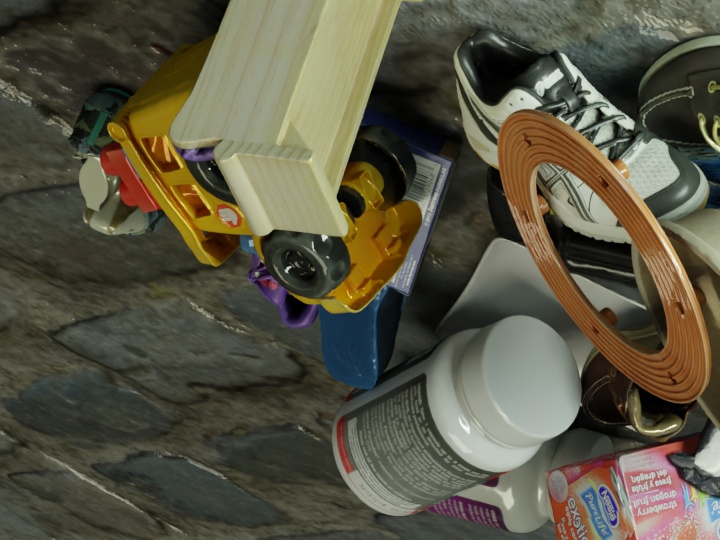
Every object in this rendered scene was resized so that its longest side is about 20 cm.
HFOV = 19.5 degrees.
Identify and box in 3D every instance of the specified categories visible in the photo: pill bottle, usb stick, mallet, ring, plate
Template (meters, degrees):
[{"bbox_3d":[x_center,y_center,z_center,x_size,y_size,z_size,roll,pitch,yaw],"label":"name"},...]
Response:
[{"bbox_3d":[0.110,0.160,1.782,0.199,0.113,0.113,12,151,26],"label":"pill bottle"},{"bbox_3d":[0.227,0.001,1.405,0.198,0.056,0.033,13,119,6],"label":"usb stick"},{"bbox_3d":[0.182,-0.030,1.457,0.199,0.041,0.066,16,152,9],"label":"mallet"},{"bbox_3d":[0.075,0.113,1.636,0.114,0.114,0.200,34,144,-19],"label":"pill bottle"},{"bbox_3d":[0.146,-0.010,1.240,0.201,0.019,0.201,51,164,21],"label":"ring"},{"bbox_3d":[0.172,0.045,1.605,0.198,0.032,0.200,26,154,-1],"label":"plate"}]

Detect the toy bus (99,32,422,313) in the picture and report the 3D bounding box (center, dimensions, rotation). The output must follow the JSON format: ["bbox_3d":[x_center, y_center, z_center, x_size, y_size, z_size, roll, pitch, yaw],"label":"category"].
[{"bbox_3d":[-0.082,-0.064,1.443,0.191,0.136,0.201,-14,119,40],"label":"toy bus"}]

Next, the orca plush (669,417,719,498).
[{"bbox_3d":[0.316,0.089,1.494,0.105,0.071,0.201,39,120,11],"label":"orca plush"}]

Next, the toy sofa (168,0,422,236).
[{"bbox_3d":[-0.036,-0.125,1.279,0.097,0.201,0.083,6,150,21],"label":"toy sofa"}]

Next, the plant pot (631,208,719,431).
[{"bbox_3d":[0.290,0.011,1.223,0.201,0.183,0.201,56,171,14],"label":"plant pot"}]

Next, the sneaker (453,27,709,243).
[{"bbox_3d":[0.127,-0.087,1.304,0.199,0.076,0.088,30,154,39],"label":"sneaker"}]

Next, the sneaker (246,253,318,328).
[{"bbox_3d":[-0.058,-0.023,1.620,0.080,0.084,0.200,10,149,26],"label":"sneaker"}]

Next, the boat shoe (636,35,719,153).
[{"bbox_3d":[0.236,-0.100,1.245,0.072,0.061,0.201,39,151,-28],"label":"boat shoe"}]

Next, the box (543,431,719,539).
[{"bbox_3d":[0.251,0.174,1.589,0.199,0.096,0.100,-9,173,-33],"label":"box"}]

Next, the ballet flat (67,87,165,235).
[{"bbox_3d":[-0.201,-0.069,1.677,0.074,0.075,0.200,18,153,13],"label":"ballet flat"}]

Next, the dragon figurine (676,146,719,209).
[{"bbox_3d":[0.214,-0.057,1.346,0.199,0.059,0.100,22,152,-4],"label":"dragon figurine"}]

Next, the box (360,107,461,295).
[{"bbox_3d":[-0.037,-0.072,1.510,0.199,0.032,0.122,21,123,5],"label":"box"}]

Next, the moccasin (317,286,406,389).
[{"bbox_3d":[0.000,0.000,1.612,0.080,0.068,0.201,22,135,13],"label":"moccasin"}]

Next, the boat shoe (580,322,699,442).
[{"bbox_3d":[0.211,0.087,1.531,0.072,0.072,0.200,31,152,-13],"label":"boat shoe"}]
